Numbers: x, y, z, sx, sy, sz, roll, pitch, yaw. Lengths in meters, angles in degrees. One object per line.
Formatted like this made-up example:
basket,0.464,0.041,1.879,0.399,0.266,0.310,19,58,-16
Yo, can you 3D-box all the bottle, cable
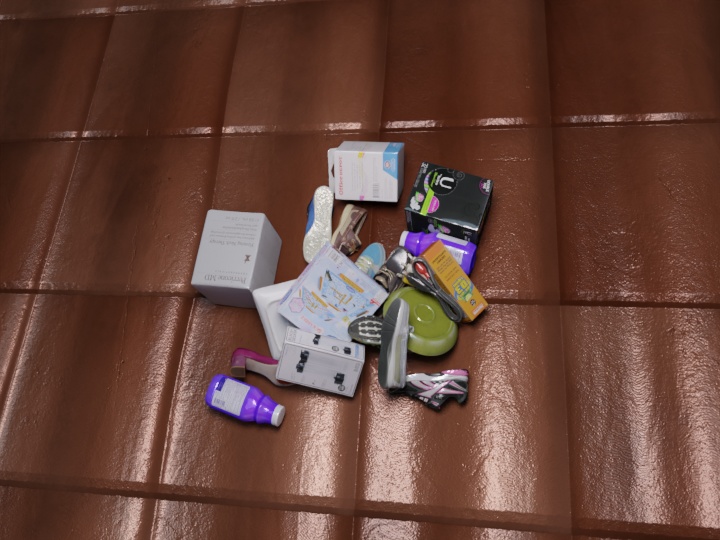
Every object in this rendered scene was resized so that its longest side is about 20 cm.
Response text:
bottle,-0.280,0.323,1.459,0.194,0.066,0.086,16,72,15
bottle,0.196,-0.052,1.525,0.194,0.086,0.065,17,36,20
cable,0.178,0.034,1.435,0.197,0.098,0.050,35,40,8

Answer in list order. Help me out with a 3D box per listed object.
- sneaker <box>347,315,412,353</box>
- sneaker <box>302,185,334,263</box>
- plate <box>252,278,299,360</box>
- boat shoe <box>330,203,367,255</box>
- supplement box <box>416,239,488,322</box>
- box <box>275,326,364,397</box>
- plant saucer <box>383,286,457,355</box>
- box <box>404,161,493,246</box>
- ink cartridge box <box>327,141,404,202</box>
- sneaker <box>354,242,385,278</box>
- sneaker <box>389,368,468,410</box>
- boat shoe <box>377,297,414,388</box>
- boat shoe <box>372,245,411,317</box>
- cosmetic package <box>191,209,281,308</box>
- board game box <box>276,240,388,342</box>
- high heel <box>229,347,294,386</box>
sneaker,0.059,0.171,1.438,0.193,0.090,0.078,11,45,-10
sneaker,-0.112,-0.120,1.608,0.074,0.111,0.208,7,92,-6
plate,-0.151,0.123,1.474,0.193,0.032,0.206,-13,110,4
boat shoe,-0.032,-0.081,1.585,0.070,0.073,0.205,13,65,16
supplement box,0.223,0.027,1.454,0.066,0.069,0.202,-39,96,-16
box,-0.096,0.216,1.414,0.193,0.120,0.061,13,30,-6
plant saucer,0.151,0.111,1.442,0.193,0.031,0.204,12,46,-12
box,0.230,-0.165,1.541,0.194,0.125,0.152,18,72,15
ink cartridge box,0.013,-0.268,1.593,0.193,0.133,0.126,5,24,11
sneaker,0.000,0.000,1.512,0.078,0.131,0.204,22,73,19
sneaker,0.161,0.284,1.404,0.193,0.080,0.090,-8,78,13
boat shoe,0.085,0.166,1.355,0.063,0.074,0.210,5,94,-23
boat shoe,0.069,0.030,1.504,0.073,0.073,0.205,24,85,19
cosmetic package,-0.317,-0.026,1.558,0.161,0.167,0.207,4,70,11
board game box,-0.066,0.071,1.423,0.199,0.041,0.201,39,95,-22
high heel,-0.229,0.232,1.506,0.193,0.069,0.097,11,28,-7
